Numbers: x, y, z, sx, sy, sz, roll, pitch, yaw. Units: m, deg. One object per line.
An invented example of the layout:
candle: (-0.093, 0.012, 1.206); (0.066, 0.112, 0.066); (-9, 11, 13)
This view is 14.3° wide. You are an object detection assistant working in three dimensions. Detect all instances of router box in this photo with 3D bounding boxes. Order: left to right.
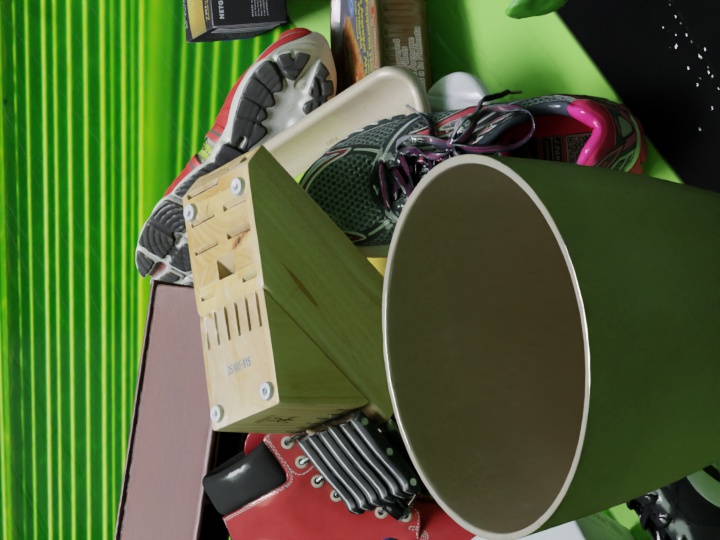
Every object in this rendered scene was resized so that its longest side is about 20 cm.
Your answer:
router box: (-0.091, -0.255, 1.901); (0.157, 0.052, 0.201); (-178, 84, -81)

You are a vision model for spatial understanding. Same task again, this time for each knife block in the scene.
knife block: (-0.003, 0.039, 1.614); (0.064, 0.175, 0.200); (-24, 69, 46)

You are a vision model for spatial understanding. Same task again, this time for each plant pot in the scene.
plant pot: (0.142, 0.030, 1.437); (0.187, 0.200, 0.188); (14, 107, 58)

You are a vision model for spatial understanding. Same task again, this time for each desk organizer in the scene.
desk organizer: (-0.095, 0.111, 1.794); (0.077, 0.072, 0.200); (5, 86, 47)

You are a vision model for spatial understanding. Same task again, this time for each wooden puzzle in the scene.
wooden puzzle: (0.000, 0.000, 1.700); (0.185, 0.037, 0.200); (-29, 75, 54)

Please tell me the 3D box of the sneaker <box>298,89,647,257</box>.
sneaker: (0.055, -0.062, 1.589); (0.200, 0.075, 0.081); (-15, 81, 15)

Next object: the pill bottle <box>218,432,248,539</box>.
pill bottle: (-0.032, 0.152, 1.851); (0.200, 0.111, 0.112); (57, 140, 40)

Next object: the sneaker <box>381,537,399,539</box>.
sneaker: (0.023, 0.191, 1.582); (0.200, 0.075, 0.088); (133, 114, -76)

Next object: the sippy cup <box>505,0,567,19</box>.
sippy cup: (0.072, -0.230, 1.602); (0.130, 0.139, 0.178); (113, 180, -56)

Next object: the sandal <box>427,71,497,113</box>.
sandal: (0.096, -0.017, 1.653); (0.079, 0.059, 0.207); (-22, 79, 42)

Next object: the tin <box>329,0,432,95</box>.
tin: (0.014, -0.108, 1.770); (0.112, 0.042, 0.200); (132, 136, -75)

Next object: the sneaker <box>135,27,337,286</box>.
sneaker: (-0.073, -0.069, 1.840); (0.200, 0.077, 0.085); (-53, 13, 22)

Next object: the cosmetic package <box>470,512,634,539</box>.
cosmetic package: (0.141, 0.222, 1.554); (0.071, 0.101, 0.200); (-38, 55, 13)

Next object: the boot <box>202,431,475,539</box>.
boot: (0.009, 0.134, 1.708); (0.200, 0.072, 0.145); (-20, 94, 17)

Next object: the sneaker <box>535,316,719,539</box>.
sneaker: (0.139, 0.102, 1.534); (0.073, 0.112, 0.200); (129, 134, -72)
